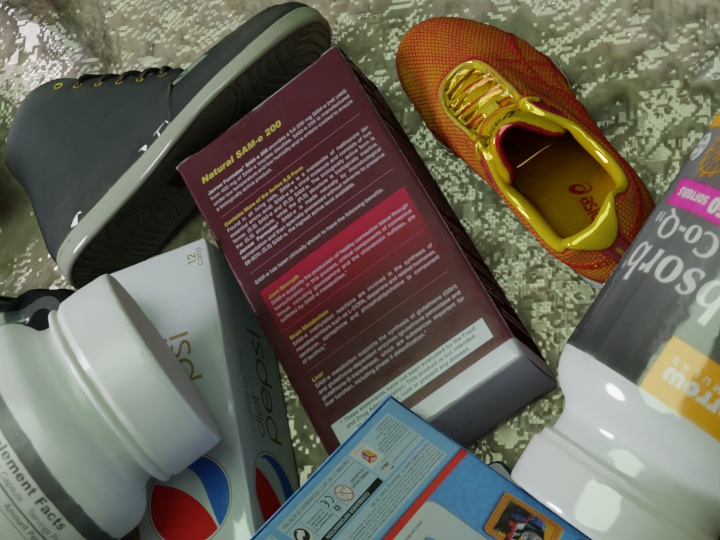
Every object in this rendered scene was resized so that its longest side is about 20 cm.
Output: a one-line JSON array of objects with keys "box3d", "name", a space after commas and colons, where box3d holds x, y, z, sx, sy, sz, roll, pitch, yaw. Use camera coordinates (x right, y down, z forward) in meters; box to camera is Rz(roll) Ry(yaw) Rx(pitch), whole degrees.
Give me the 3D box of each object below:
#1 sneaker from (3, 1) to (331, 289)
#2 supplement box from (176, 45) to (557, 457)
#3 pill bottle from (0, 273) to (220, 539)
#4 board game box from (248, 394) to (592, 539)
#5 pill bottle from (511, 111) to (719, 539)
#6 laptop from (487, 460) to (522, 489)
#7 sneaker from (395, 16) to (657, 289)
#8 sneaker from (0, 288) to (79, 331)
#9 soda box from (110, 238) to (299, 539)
[{"box3d": [-0.113, -0.094, 0.933, 0.200, 0.075, 0.106, -43, 63, 8], "name": "sneaker"}, {"box3d": [0.000, 0.000, 0.857, 0.108, 0.061, 0.201, -35, 63, 11], "name": "supplement box"}, {"box3d": [-0.170, 0.098, 0.787, 0.199, 0.113, 0.113, -35, 61, -2], "name": "pill bottle"}, {"box3d": [0.053, 0.153, 0.706, 0.199, 0.151, 0.037, 34, 127, 13], "name": "board game box"}, {"box3d": [0.157, 0.032, 0.740, 0.116, 0.116, 0.201, 33, 88, 30], "name": "pill bottle"}, {"box3d": [0.037, 0.174, 0.710, 0.199, 0.116, 0.188, -32, 60, -16], "name": "laptop"}, {"box3d": [0.077, -0.073, 0.832, 0.073, 0.077, 0.200, -47, 50, 5], "name": "sneaker"}, {"box3d": [-0.202, 0.043, 0.904, 0.198, 0.082, 0.072, 0, 84, 43], "name": "sneaker"}, {"box3d": [-0.074, 0.092, 0.857, 0.063, 0.068, 0.202, -20, 66, 17], "name": "soda box"}]
